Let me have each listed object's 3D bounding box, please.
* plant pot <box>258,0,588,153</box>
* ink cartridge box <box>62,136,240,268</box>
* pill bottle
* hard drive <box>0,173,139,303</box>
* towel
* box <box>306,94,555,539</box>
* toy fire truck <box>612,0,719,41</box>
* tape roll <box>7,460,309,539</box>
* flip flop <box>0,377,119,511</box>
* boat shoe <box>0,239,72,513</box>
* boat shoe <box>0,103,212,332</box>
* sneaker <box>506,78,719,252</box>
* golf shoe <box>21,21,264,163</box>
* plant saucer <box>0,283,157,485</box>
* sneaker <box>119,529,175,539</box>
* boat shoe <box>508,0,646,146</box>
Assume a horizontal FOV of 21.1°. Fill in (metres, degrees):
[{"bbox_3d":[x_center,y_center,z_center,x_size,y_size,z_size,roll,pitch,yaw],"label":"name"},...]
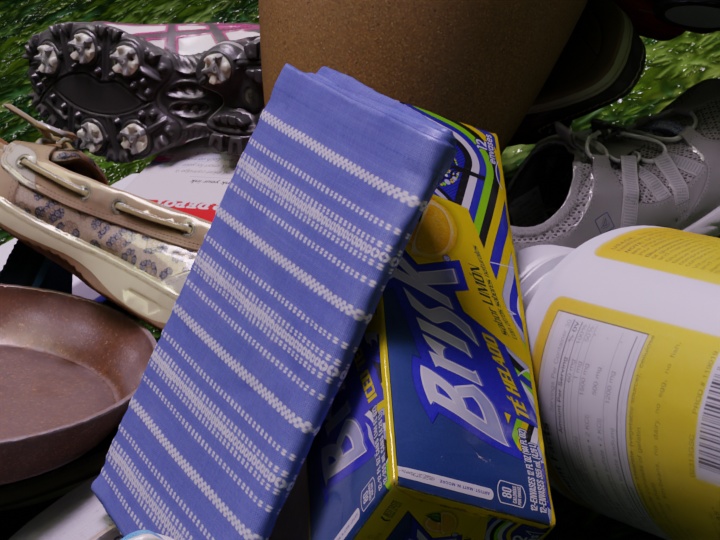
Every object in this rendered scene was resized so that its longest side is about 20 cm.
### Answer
[{"bbox_3d":[0.025,-0.134,0.903,0.186,0.186,0.201,15,90,55],"label":"plant pot"},{"bbox_3d":[-0.061,-0.030,1.065,0.116,0.067,0.200,5,37,30],"label":"ink cartridge box"},{"bbox_3d":[0.126,0.044,0.710,0.112,0.112,0.200,-37,27,-22],"label":"pill bottle"},{"bbox_3d":[-0.170,-0.007,1.159,0.132,0.025,0.200,3,27,46],"label":"hard drive"},{"bbox_3d":[-0.035,0.023,0.731,0.200,0.024,0.145,-65,28,5],"label":"towel"},{"bbox_3d":[0.019,0.028,0.725,0.200,0.064,0.070,-95,29,-44],"label":"box"},{"bbox_3d":[0.200,-0.161,1.003,0.176,0.129,0.200,10,-9,-15],"label":"toy fire truck"},{"bbox_3d":[-0.070,0.144,0.756,0.200,0.066,0.200,-22,24,10],"label":"tape roll"},{"bbox_3d":[-0.096,0.083,0.920,0.200,0.058,0.081,-15,27,-15],"label":"flip flop"},{"bbox_3d":[-0.201,0.053,0.982,0.068,0.084,0.200,8,46,10],"label":"boat shoe"},{"bbox_3d":[-0.129,-0.029,0.959,0.200,0.073,0.063,32,92,23],"label":"boat shoe"},{"bbox_3d":[0.122,-0.042,0.917,0.200,0.082,0.075,-41,28,-29],"label":"sneaker"},{"bbox_3d":[-0.095,-0.104,1.081,0.200,0.077,0.088,8,21,28],"label":"golf shoe"},{"bbox_3d":[-0.190,0.053,0.870,0.200,0.035,0.200,1,20,0],"label":"plant saucer"},{"bbox_3d":[-0.033,0.166,0.596,0.072,0.073,0.200,-33,58,-10],"label":"sneaker"},{"bbox_3d":[0.085,-0.099,1.002,0.201,0.066,0.072,-2,63,57],"label":"boat shoe"}]
